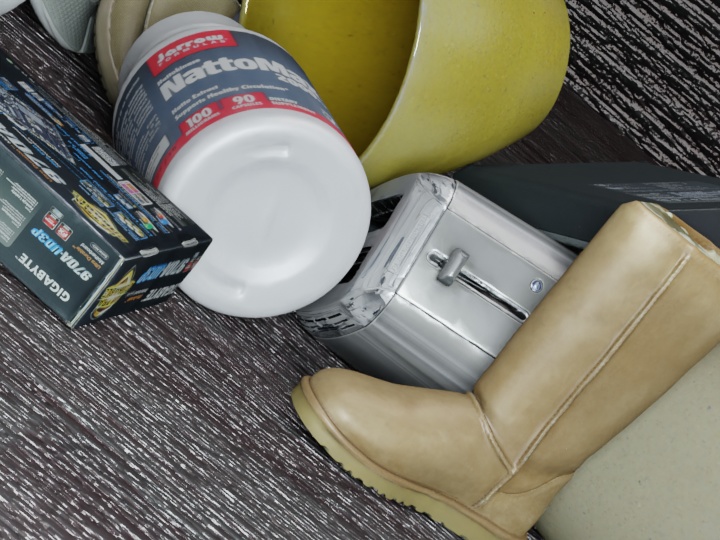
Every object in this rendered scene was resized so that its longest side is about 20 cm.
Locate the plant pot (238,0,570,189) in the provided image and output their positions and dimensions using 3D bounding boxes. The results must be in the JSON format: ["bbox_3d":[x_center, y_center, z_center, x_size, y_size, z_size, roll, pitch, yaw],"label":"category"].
[{"bbox_3d":[0.038,-0.136,1.753,0.141,0.201,0.200,9,27,-33],"label":"plant pot"}]

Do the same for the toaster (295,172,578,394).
[{"bbox_3d":[0.047,0.020,1.682,0.129,0.114,0.200,35,-11,-11],"label":"toaster"}]

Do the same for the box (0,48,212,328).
[{"bbox_3d":[-0.177,-0.059,1.474,0.200,0.046,0.159,42,11,6],"label":"box"}]

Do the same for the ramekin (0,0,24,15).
[{"bbox_3d":[-0.198,-0.241,1.750,0.098,0.200,0.201,44,9,-19],"label":"ramekin"}]

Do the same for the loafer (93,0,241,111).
[{"bbox_3d":[-0.114,-0.165,1.839,0.076,0.067,0.201,61,28,-46],"label":"loafer"}]

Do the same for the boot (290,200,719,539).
[{"bbox_3d":[0.084,0.039,1.549,0.175,0.200,0.066,32,17,-35],"label":"boot"}]

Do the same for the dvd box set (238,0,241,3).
[{"bbox_3d":[-0.154,-0.215,2.014,0.146,0.030,0.200,4,-10,32],"label":"dvd box set"}]

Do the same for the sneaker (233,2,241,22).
[{"bbox_3d":[-0.049,-0.101,2.013,0.146,0.077,0.203,17,32,-43],"label":"sneaker"}]

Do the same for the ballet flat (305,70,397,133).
[{"bbox_3d":[-0.052,-0.100,1.851,0.199,0.072,0.072,13,-4,30],"label":"ballet flat"}]

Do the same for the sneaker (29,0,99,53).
[{"bbox_3d":[-0.183,-0.179,1.902,0.080,0.071,0.200,26,2,14],"label":"sneaker"}]

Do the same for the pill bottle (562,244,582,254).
[{"bbox_3d":[0.158,0.030,1.800,0.114,0.199,0.114,18,69,-58],"label":"pill bottle"}]

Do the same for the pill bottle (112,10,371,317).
[{"bbox_3d":[-0.074,-0.068,1.660,0.119,0.120,0.200,34,12,-28],"label":"pill bottle"}]

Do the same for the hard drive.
[{"bbox_3d":[0.161,-0.034,1.691,0.139,0.033,0.200,-3,10,-29],"label":"hard drive"}]

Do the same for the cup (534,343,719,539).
[{"bbox_3d":[0.173,0.111,1.672,0.143,0.201,0.200,20,6,14],"label":"cup"}]
